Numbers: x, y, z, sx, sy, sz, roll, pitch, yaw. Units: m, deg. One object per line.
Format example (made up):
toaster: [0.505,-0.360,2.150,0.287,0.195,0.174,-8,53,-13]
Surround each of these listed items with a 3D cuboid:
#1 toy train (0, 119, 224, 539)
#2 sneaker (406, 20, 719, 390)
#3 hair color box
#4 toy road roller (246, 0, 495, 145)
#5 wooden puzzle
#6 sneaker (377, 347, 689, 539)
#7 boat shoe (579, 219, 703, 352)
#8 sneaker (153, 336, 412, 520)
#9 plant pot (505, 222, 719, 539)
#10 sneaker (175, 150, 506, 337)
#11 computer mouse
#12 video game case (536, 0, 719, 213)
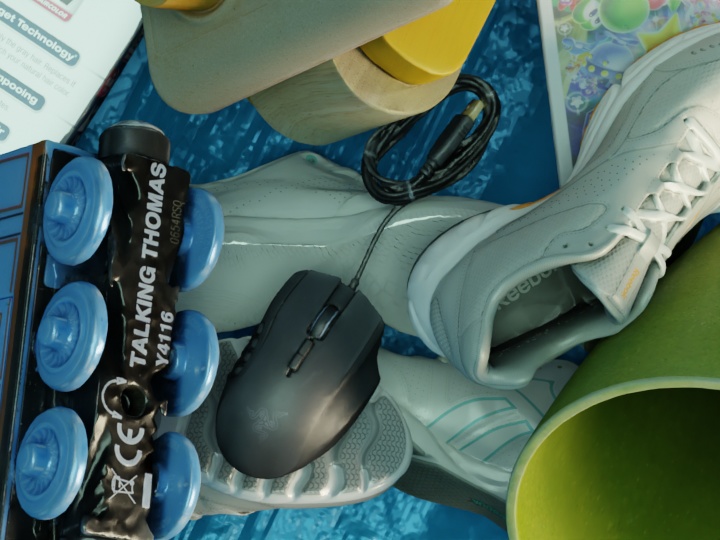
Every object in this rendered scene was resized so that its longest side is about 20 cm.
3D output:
toy train: [-0.119,0.037,1.101,0.086,0.114,0.201,15,72,-37]
sneaker: [0.113,-0.019,1.078,0.200,0.092,0.076,-42,115,5]
hair color box: [-0.186,-0.063,1.187,0.100,0.061,0.201,33,91,-3]
toy road roller: [-0.009,-0.170,1.121,0.146,0.123,0.201,33,67,-23]
wooden puzzle: [-0.050,-0.181,1.058,0.046,0.185,0.201,-7,81,-42]
sneaker: [0.060,0.073,1.204,0.200,0.070,0.080,28,68,1]
boat shoe: [0.133,-0.062,1.197,0.066,0.072,0.202,30,105,23]
sneaker: [-0.071,0.076,1.176,0.199,0.082,0.075,3,67,15]
plant pot: [0.179,0.057,1.128,0.186,0.200,0.188,12,131,14]
sneaker: [-0.003,-0.021,1.188,0.199,0.089,0.076,1,128,-4]
computer mouse: [0.000,0.000,1.116,0.058,0.034,0.201,28,83,8]
video game case: [0.146,-0.114,1.099,0.142,0.018,0.201,-8,121,4]
